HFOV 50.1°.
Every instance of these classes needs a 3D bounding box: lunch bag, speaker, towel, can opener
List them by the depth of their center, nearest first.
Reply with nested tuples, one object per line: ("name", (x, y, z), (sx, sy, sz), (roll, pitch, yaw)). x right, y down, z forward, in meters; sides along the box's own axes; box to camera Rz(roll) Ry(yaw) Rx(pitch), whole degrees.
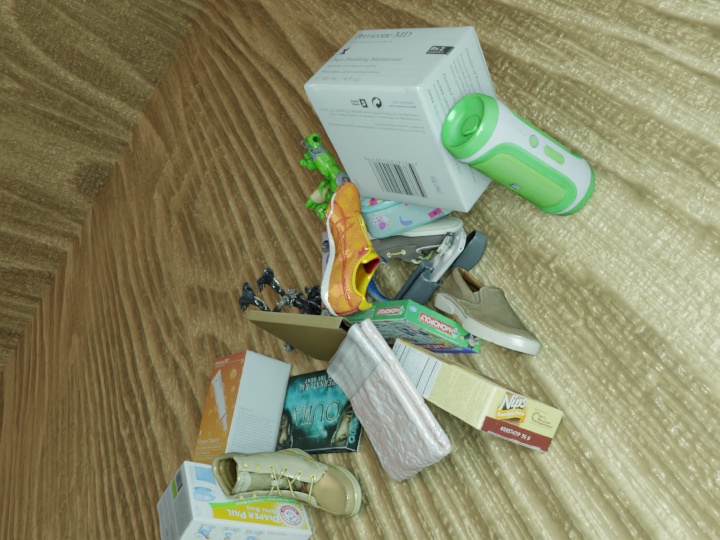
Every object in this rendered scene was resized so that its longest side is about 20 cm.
("speaker", (0.193, -0.137, 0.932), (0.088, 0.200, 0.089), (-33, 45, 41))
("towel", (0.027, 0.172, 0.983), (0.191, 0.032, 0.200), (57, 157, 13))
("can opener", (0.105, 0.016, 1.103), (0.200, 0.066, 0.053), (-51, 18, 38))
("lunch bag", (0.067, -0.148, 1.183), (0.160, 0.077, 0.200), (-20, 39, 11))

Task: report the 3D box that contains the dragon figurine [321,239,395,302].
("dragon figurine", (0.000, 0.000, 1.156), (0.200, 0.059, 0.100), (8, 84, 54))

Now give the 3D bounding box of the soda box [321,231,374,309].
("soda box", (-0.020, 0.020, 1.265), (0.070, 0.063, 0.200), (-22, 51, 27))

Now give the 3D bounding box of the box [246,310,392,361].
("box", (-0.047, 0.102, 1.129), (0.200, 0.163, 0.021), (2, 65, 45))

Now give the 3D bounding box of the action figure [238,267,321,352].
("action figure", (-0.105, 0.072, 1.337), (0.200, 0.102, 0.119), (26, 59, 21))

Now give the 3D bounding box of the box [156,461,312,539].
("box", (-0.190, 0.377, 1.169), (0.101, 0.200, 0.113), (-57, 35, 22))

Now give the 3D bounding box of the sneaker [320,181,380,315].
("sneaker", (-0.007, -0.031, 1.053), (0.077, 0.073, 0.200), (-9, 65, 20))

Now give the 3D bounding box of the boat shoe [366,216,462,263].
("boat shoe", (0.077, -0.042, 1.179), (0.200, 0.072, 0.060), (-4, 108, 42))

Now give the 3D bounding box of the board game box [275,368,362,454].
("board game box", (-0.062, 0.227, 1.241), (0.200, 0.028, 0.135), (-20, 53, 49))

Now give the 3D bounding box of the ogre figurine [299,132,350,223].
("ogre figurine", (-0.042, -0.135, 1.335), (0.120, 0.098, 0.200), (46, 142, 39))

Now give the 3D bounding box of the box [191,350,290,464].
("box", (-0.212, 0.257, 1.377), (0.124, 0.097, 0.200), (-20, 54, 50))

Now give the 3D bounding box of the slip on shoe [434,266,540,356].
("slip on shoe", (0.163, 0.049, 0.984), (0.061, 0.076, 0.200), (-68, 24, 7))

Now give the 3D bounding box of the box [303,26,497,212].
("box", (0.067, -0.200, 1.018), (0.199, 0.200, 0.131), (13, 54, 42))

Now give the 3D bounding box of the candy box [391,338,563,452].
("candy box", (0.129, 0.146, 0.927), (0.200, 0.115, 0.055), (19, 85, 58))

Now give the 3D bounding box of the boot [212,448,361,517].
("boot", (-0.109, 0.309, 1.120), (0.200, 0.155, 0.073), (15, 93, 49))

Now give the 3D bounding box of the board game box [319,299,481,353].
("board game box", (0.051, 0.081, 1.067), (0.200, 0.135, 0.029), (-9, 60, 54))
